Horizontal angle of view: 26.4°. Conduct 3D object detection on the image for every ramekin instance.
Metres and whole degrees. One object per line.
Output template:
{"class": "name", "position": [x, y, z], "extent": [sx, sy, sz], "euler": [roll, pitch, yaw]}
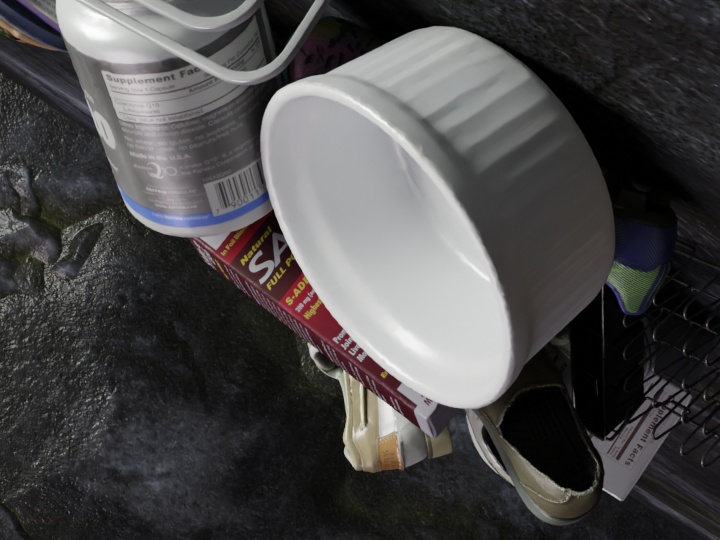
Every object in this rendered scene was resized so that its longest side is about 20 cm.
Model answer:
{"class": "ramekin", "position": [0.044, -0.034, 0.836], "extent": [0.200, 0.098, 0.201], "euler": [40, 150, 29]}

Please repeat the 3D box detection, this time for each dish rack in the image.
{"class": "dish rack", "position": [0.222, 0.066, 0.954], "extent": [0.200, 0.054, 0.154], "euler": [28, 138, 40]}

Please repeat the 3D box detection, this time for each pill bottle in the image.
{"class": "pill bottle", "position": [-0.105, -0.124, 0.862], "extent": [0.114, 0.114, 0.200], "euler": [29, 149, 31]}

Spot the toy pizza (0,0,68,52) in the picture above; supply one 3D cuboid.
{"class": "toy pizza", "position": [-0.278, -0.233, 1.137], "extent": [0.200, 0.032, 0.200], "euler": [45, -163, -18]}

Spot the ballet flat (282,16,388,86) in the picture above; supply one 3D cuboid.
{"class": "ballet flat", "position": [0.012, -0.107, 0.956], "extent": [0.071, 0.069, 0.200], "euler": [12, 173, 16]}

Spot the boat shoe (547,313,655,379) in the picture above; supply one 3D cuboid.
{"class": "boat shoe", "position": [0.131, 0.015, 1.042], "extent": [0.200, 0.072, 0.062], "euler": [48, -152, -19]}

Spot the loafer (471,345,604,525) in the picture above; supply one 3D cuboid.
{"class": "loafer", "position": [0.101, 0.070, 0.997], "extent": [0.200, 0.075, 0.070], "euler": [56, 165, 5]}

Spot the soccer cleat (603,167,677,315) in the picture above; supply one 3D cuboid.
{"class": "soccer cleat", "position": [0.096, -0.031, 0.911], "extent": [0.065, 0.084, 0.200], "euler": [-6, -158, -45]}

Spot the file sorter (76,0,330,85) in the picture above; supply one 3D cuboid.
{"class": "file sorter", "position": [-0.079, -0.170, 0.521], "extent": [0.138, 0.125, 0.200], "euler": [30, 174, 21]}

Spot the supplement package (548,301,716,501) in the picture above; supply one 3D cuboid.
{"class": "supplement package", "position": [0.152, 0.061, 1.172], "extent": [0.200, 0.110, 0.114], "euler": [31, -150, 8]}

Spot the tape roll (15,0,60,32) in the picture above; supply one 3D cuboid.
{"class": "tape roll", "position": [-0.167, -0.199, 1.001], "extent": [0.200, 0.085, 0.200], "euler": [31, 174, 4]}

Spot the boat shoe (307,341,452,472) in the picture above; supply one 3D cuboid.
{"class": "boat shoe", "position": [-0.003, 0.040, 1.021], "extent": [0.075, 0.068, 0.200], "euler": [81, 170, -56]}

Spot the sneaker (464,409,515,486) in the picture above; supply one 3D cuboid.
{"class": "sneaker", "position": [0.096, 0.063, 1.068], "extent": [0.201, 0.075, 0.088], "euler": [65, 178, -18]}

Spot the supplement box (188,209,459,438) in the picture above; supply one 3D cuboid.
{"class": "supplement box", "position": [0.000, 0.000, 0.967], "extent": [0.200, 0.109, 0.061], "euler": [36, 170, 17]}
